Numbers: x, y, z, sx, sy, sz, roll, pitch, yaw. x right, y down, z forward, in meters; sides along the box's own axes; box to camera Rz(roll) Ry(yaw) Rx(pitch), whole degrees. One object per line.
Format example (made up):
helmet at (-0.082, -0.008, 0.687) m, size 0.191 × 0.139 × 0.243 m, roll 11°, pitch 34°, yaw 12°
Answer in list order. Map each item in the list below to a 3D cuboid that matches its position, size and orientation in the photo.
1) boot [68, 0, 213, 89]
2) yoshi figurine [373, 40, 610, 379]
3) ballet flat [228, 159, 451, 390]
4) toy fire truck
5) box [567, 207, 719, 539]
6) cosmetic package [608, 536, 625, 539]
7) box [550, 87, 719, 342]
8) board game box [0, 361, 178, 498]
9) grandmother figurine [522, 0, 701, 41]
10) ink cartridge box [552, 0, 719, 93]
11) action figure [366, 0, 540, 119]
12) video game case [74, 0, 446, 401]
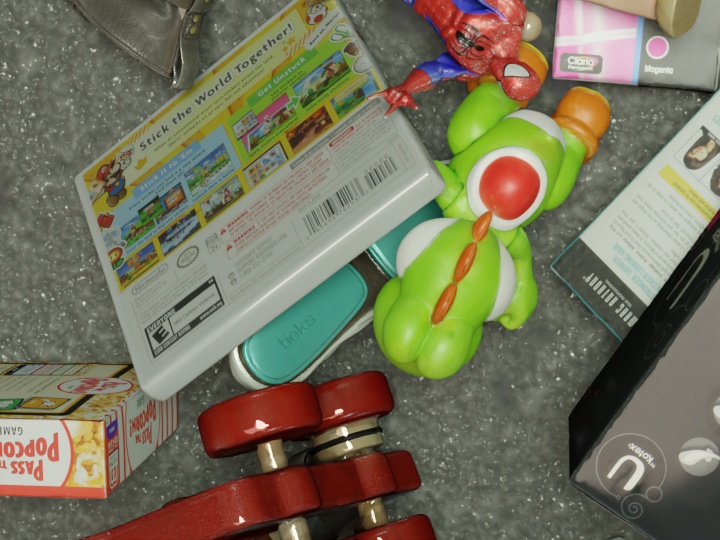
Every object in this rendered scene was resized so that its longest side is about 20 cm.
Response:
boot at (-0.133, -0.224, 0.865) m, size 0.200 × 0.069 × 0.174 m, roll 49°, pitch 123°, yaw 26°
yoshi figurine at (0.059, -0.021, 0.832) m, size 0.112 × 0.112 × 0.200 m, roll 10°, pitch 57°, yaw 32°
ballet flat at (0.000, 0.000, 0.879) m, size 0.200 × 0.069 × 0.070 m, roll -38°, pitch 92°, yaw -17°
toy fire truck at (-0.061, 0.138, 0.857) m, size 0.168 × 0.200 × 0.113 m, roll -23°, pitch 79°, yaw 27°
box at (0.201, 0.041, 0.757) m, size 0.106 × 0.122 × 0.200 m, roll 34°, pitch 102°, yaw 1°
cosmetic package at (0.097, 0.296, 0.891) m, size 0.199 × 0.123 × 0.200 m, roll -21°, pitch 95°, yaw 12°
box at (0.208, -0.043, 0.844) m, size 0.200 × 0.049 × 0.082 m, roll -47°, pitch 67°, yaw 12°
board game box at (-0.224, 0.090, 0.890) m, size 0.199 × 0.152 × 0.047 m, roll 0°, pitch 99°, yaw 9°
grandmother figurine at (0.092, -0.190, 0.820) m, size 0.199 × 0.061 × 0.122 m, roll 18°, pitch 88°, yaw 26°
ink cartridge box at (0.164, -0.204, 0.848) m, size 0.094 × 0.037 × 0.201 m, roll 5°, pitch 98°, yaw 7°
action figure at (0.013, -0.157, 0.797) m, size 0.200 × 0.099 × 0.065 m, roll 46°, pitch 128°, yaw 13°
video game case at (-0.065, -0.050, 0.851) m, size 0.200 × 0.023 × 0.182 m, roll -37°, pitch 48°, yaw 12°
